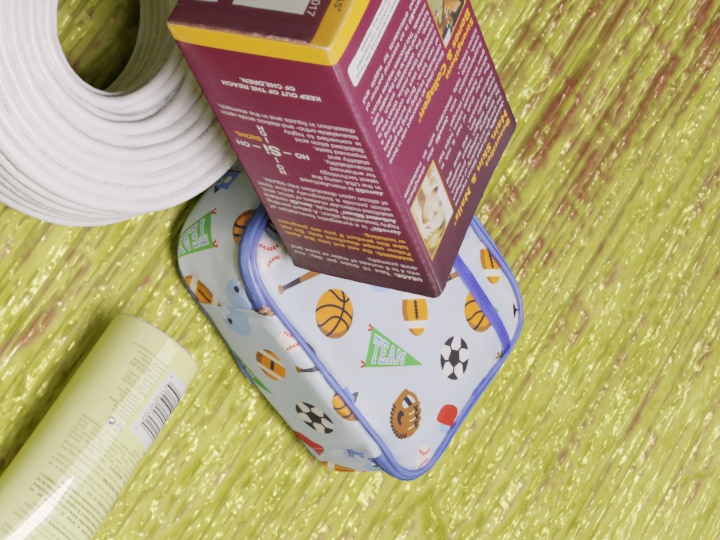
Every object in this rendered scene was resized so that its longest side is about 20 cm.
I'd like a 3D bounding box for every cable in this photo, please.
[{"bbox_3d":[-0.129,-0.121,1.212,0.200,0.069,0.201,-17,105,-40],"label":"cable"}]

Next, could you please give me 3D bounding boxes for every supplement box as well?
[{"bbox_3d":[-0.004,-0.091,1.174,0.111,0.085,0.200,-65,152,-26],"label":"supplement box"}]

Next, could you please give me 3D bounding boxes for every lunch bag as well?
[{"bbox_3d":[0.000,0.000,1.336,0.160,0.075,0.200,-51,125,-29],"label":"lunch bag"}]

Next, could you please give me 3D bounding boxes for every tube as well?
[{"bbox_3d":[-0.154,0.114,1.229,0.058,0.052,0.200,30,72,5],"label":"tube"}]
